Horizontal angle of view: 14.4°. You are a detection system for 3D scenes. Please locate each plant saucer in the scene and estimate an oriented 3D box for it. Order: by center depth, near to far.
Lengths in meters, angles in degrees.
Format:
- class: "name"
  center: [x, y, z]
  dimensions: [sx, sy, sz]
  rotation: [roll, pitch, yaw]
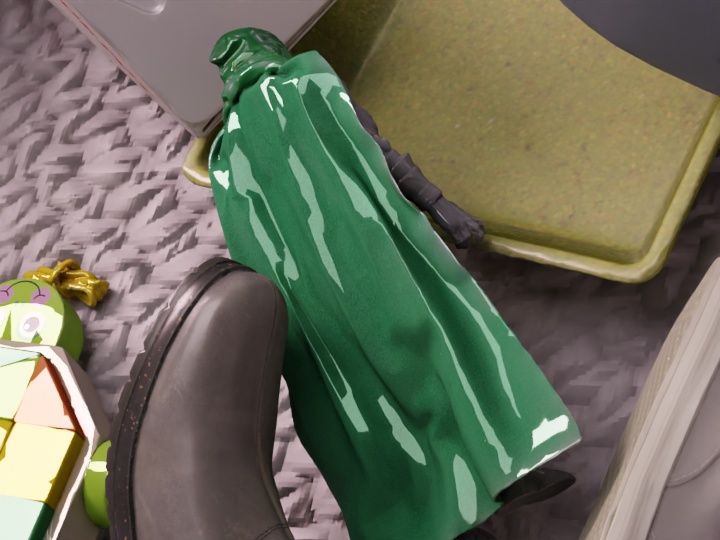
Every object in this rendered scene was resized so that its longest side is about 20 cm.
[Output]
- class: "plant saucer"
  center: [0.064, -0.086, 1.028]
  dimensions: [0.199, 0.048, 0.200]
  rotation: [14, 66, 33]

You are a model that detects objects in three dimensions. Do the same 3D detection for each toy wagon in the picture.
- class: "toy wagon"
  center: [-0.150, 0.076, 1.032]
  dimensions: [0.155, 0.040, 0.200]
  rotation: [7, 62, 30]

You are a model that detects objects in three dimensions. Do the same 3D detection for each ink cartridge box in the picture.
- class: "ink cartridge box"
  center: [-0.108, -0.153, 1.061]
  dimensions: [0.084, 0.145, 0.200]
  rotation: [-44, 33, -2]

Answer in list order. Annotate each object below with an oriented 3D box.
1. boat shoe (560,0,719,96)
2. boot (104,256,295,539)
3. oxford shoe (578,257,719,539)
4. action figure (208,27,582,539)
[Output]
- class: "boat shoe"
  center: [0.146, -0.101, 0.932]
  dimensions: [0.200, 0.071, 0.091]
  rotation: [29, 68, -8]
- class: "boot"
  center: [-0.019, 0.105, 0.909]
  dimensions: [0.130, 0.068, 0.201]
  rotation: [14, 93, 31]
- class: "oxford shoe"
  center: [0.096, 0.090, 0.886]
  dimensions: [0.058, 0.075, 0.200]
  rotation: [28, 72, -1]
- class: "action figure"
  center: [0.000, 0.000, 0.953]
  dimensions: [0.118, 0.055, 0.200]
  rotation: [-41, 67, 35]
